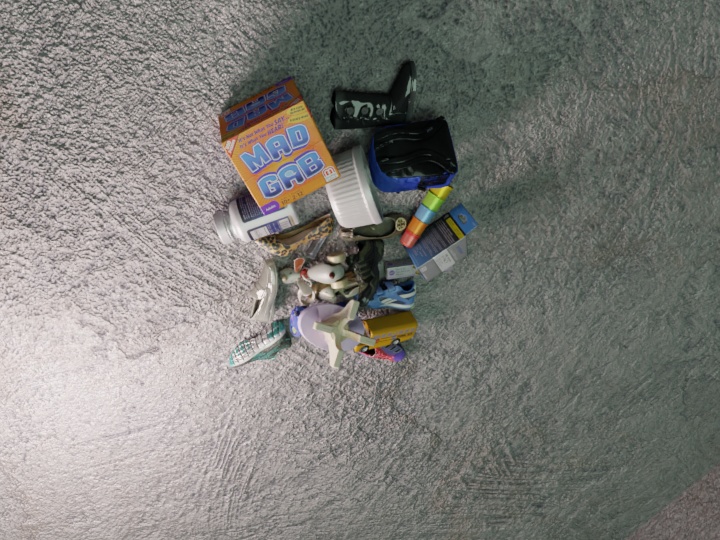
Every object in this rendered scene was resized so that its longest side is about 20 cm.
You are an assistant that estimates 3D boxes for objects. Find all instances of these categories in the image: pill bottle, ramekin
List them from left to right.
[{"bbox_3d":[-0.262,-0.138,1.621,0.199,0.111,0.111,-20,123,-2],"label":"pill bottle"},{"bbox_3d":[-0.020,-0.201,1.601,0.105,0.200,0.201,-16,124,8],"label":"ramekin"}]

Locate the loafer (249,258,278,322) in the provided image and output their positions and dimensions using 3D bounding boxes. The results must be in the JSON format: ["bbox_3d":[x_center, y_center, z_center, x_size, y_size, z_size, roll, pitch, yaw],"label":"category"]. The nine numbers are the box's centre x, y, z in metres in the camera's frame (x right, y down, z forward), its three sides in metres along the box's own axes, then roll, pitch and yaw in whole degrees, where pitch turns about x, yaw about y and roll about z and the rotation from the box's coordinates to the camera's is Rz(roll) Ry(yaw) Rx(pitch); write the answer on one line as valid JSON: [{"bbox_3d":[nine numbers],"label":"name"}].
[{"bbox_3d":[-0.266,0.058,1.763,0.070,0.070,0.201,-3,122,-22],"label":"loafer"}]

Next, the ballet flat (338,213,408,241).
[{"bbox_3d":[0.040,-0.114,1.738,0.199,0.046,0.068,-8,101,-17],"label":"ballet flat"}]

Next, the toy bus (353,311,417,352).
[{"bbox_3d":[0.064,0.179,1.890,0.199,0.065,0.078,-9,138,-28],"label":"toy bus"}]

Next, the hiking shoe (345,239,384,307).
[{"bbox_3d":[0.000,0.000,1.755,0.100,0.201,0.076,15,159,-11],"label":"hiking shoe"}]

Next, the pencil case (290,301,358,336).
[{"bbox_3d":[-0.105,0.133,1.820,0.199,0.087,0.078,-5,166,-29],"label":"pencil case"}]

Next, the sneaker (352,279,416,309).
[{"bbox_3d":[0.071,0.061,1.852,0.199,0.074,0.083,0,123,-25],"label":"sneaker"}]

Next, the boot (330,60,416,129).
[{"bbox_3d":[0.030,-0.423,1.558,0.199,0.066,0.165,-1,119,-9],"label":"boot"}]

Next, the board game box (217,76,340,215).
[{"bbox_3d":[-0.190,-0.290,1.494,0.199,0.200,0.200,-27,123,2],"label":"board game box"}]

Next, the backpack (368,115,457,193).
[{"bbox_3d":[0.119,-0.267,1.602,0.199,0.163,0.168,-8,161,-14],"label":"backpack"}]

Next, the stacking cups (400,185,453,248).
[{"bbox_3d":[0.174,-0.154,1.749,0.060,0.061,0.200,24,109,-26],"label":"stacking cups"}]

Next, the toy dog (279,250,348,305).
[{"bbox_3d":[-0.124,0.016,1.723,0.200,0.096,0.132,-29,97,18],"label":"toy dog"}]

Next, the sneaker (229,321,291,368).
[{"bbox_3d":[-0.284,0.234,1.864,0.200,0.078,0.091,-30,127,7],"label":"sneaker"}]

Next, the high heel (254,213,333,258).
[{"bbox_3d":[-0.169,-0.106,1.682,0.199,0.071,0.143,8,126,-37],"label":"high heel"}]

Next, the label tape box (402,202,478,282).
[{"bbox_3d":[0.229,-0.077,1.763,0.200,0.144,0.063,-35,122,8],"label":"label tape box"}]

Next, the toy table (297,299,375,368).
[{"bbox_3d":[-0.058,0.161,1.735,0.199,0.117,0.185,6,95,-27],"label":"toy table"}]

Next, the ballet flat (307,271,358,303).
[{"bbox_3d":[-0.057,0.051,1.807,0.199,0.072,0.068,-17,140,-4],"label":"ballet flat"}]

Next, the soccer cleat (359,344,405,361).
[{"bbox_3d":[0.055,0.244,1.955,0.199,0.073,0.068,24,112,-26],"label":"soccer cleat"}]

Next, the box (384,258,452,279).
[{"bbox_3d":[0.167,-0.012,1.850,0.199,0.039,0.042,-7,121,-10],"label":"box"}]
